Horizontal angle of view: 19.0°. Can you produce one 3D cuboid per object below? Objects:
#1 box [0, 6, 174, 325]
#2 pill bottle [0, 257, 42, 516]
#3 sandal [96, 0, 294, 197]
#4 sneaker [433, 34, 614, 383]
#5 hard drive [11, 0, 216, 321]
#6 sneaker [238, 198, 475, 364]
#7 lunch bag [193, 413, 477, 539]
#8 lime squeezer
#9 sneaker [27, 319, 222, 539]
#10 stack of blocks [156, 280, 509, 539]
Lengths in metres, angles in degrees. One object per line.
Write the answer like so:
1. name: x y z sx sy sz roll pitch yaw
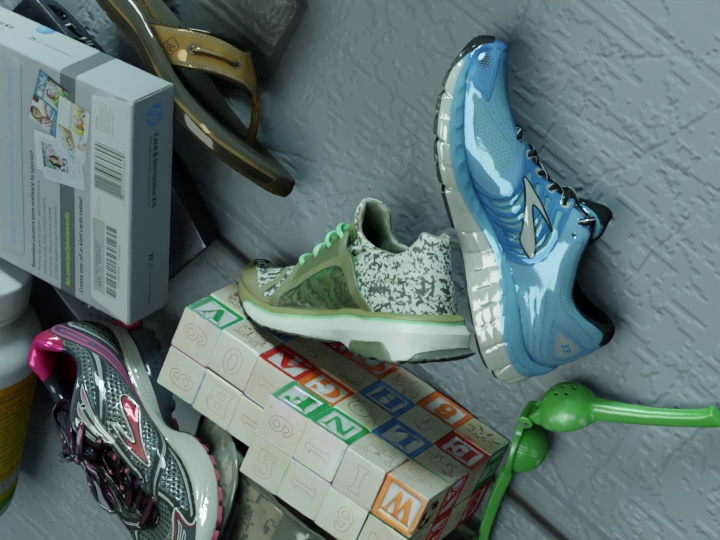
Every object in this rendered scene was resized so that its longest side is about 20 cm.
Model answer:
1. box: -0.203 -0.074 1.350 0.199 0.041 0.157 24 126 30
2. pill bottle: -0.275 0.072 1.453 0.111 0.111 0.201 31 127 20
3. sandal: -0.099 -0.132 1.325 0.055 0.082 0.200 -37 77 13
4. sneaker: 0.099 -0.040 1.234 0.090 0.078 0.201 -11 103 15
5. hard drive: -0.184 -0.069 1.405 0.135 0.042 0.200 -39 84 34
6. sneaker: 0.000 0.000 1.282 0.200 0.077 0.089 13 98 51
7. lunch bag: -0.051 0.186 1.362 0.200 0.117 0.165 36 121 25
8. lime squeezer: 0.119 0.105 1.284 0.071 0.038 0.200 38 127 -22
9. sneaker: -0.148 0.117 1.337 0.081 0.074 0.200 -57 48 35
10. stack of blocks: -0.024 0.089 1.308 0.200 0.115 0.059 33 117 18
